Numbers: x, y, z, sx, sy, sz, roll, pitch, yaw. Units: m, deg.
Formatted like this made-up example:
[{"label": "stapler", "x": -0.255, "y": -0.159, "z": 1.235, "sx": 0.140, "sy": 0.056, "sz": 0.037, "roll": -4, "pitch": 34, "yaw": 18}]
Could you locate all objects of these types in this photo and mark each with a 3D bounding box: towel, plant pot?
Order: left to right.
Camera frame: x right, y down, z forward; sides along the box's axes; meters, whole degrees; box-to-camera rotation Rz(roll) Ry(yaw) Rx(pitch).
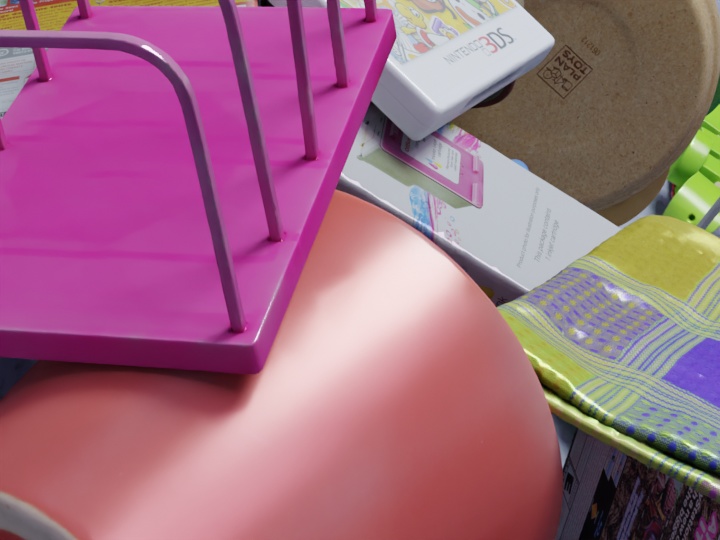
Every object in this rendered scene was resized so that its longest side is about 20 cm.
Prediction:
[{"label": "plant pot", "x": -0.055, "y": 0.093, "z": 0.631, "sx": 0.200, "sy": 0.201, "sz": 0.177, "roll": 43, "pitch": 45, "yaw": 9}, {"label": "towel", "x": 0.137, "y": 0.029, "z": 0.700, "sx": 0.143, "sy": 0.023, "sz": 0.199, "roll": 28, "pitch": 27, "yaw": 23}]

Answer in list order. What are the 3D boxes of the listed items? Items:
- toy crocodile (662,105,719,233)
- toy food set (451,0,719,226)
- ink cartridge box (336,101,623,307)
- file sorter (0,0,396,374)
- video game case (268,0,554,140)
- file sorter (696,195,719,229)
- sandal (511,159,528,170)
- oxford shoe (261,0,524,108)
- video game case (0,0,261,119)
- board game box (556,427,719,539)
[{"label": "toy crocodile", "x": 0.233, "y": -0.070, "z": 1.182, "sx": 0.067, "sy": 0.062, "sz": 0.200, "roll": 33, "pitch": 30, "yaw": -5}, {"label": "toy food set", "x": 0.115, "y": -0.122, "z": 1.012, "sx": 0.198, "sy": 0.199, "sz": 0.049, "roll": 24, "pitch": 22, "yaw": -14}, {"label": "ink cartridge box", "x": 0.000, "y": 0.000, "z": 0.807, "sx": 0.199, "sy": 0.145, "sz": 0.085, "roll": 31, "pitch": 40, "yaw": -9}, {"label": "file sorter", "x": -0.082, "y": -0.081, "z": 0.612, "sx": 0.137, "sy": 0.126, "sz": 0.201, "roll": 3, "pitch": 40, "yaw": 15}, {"label": "video game case", "x": -0.008, "y": -0.154, "z": 0.827, "sx": 0.200, "sy": 0.023, "sz": 0.182, "roll": 44, "pitch": 27, "yaw": 5}, {"label": "file sorter", "x": 0.291, "y": 0.035, "z": 1.037, "sx": 0.198, "sy": 0.139, "sz": 0.125, "roll": 12, "pitch": 38, "yaw": -32}, {"label": "sandal", "x": 0.134, "y": 0.020, "z": 0.943, "sx": 0.201, "sy": 0.087, "sz": 0.080, "roll": 56, "pitch": -4, "yaw": 16}, {"label": "oxford shoe", "x": -0.008, "y": -0.146, "z": 0.946, "sx": 0.198, "sy": 0.071, "sz": 0.075, "roll": 18, "pitch": 55, "yaw": 0}, {"label": "video game case", "x": -0.113, "y": -0.108, "z": 0.768, "sx": 0.141, "sy": 0.018, "sz": 0.201, "roll": -9, "pitch": 39, "yaw": 2}, {"label": "board game box", "x": 0.156, "y": 0.118, "z": 0.743, "sx": 0.096, "sy": 0.161, "sz": 0.200, "roll": 10, "pitch": 25, "yaw": -11}]
